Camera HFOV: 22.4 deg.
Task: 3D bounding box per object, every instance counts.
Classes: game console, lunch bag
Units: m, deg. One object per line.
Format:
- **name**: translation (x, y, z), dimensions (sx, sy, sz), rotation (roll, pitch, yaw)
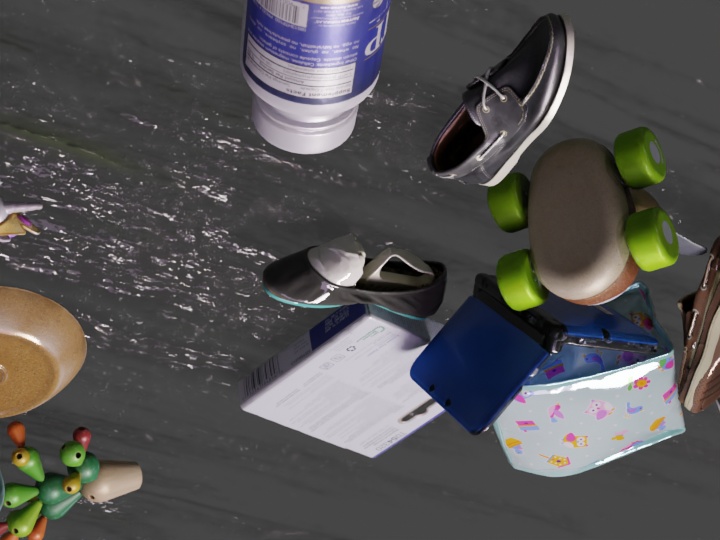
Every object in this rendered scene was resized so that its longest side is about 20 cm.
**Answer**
- **game console**: translation (0.165, 0.084, 1.769), dimensions (0.170, 0.200, 0.119), rotation (8, 103, -20)
- **lunch bag**: translation (0.227, 0.122, 1.908), dimensions (0.199, 0.122, 0.171), rotation (-19, 140, 2)

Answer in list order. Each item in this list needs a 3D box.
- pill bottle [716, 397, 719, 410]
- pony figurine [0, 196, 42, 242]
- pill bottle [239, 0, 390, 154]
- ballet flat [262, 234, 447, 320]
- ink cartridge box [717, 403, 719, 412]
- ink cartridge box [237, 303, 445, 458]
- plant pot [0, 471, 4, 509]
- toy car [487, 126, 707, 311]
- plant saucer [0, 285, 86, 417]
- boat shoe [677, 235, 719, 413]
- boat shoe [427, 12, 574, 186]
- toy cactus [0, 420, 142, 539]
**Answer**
- **pill bottle**: translation (0.433, 0.074, 1.897), dimensions (0.114, 0.115, 0.201), rotation (-8, 140, -1)
- **pony figurine**: translation (-0.399, -0.059, 1.565), dimensions (0.193, 0.167, 0.200), rotation (-33, 120, 15)
- **pill bottle**: translation (-0.038, -0.196, 1.480), dimensions (0.119, 0.120, 0.201), rotation (-2, 140, -10)
- **ballet flat**: translation (0.000, 0.000, 1.768), dimensions (0.199, 0.068, 0.069), rotation (7, 129, -34)
- **ink cartridge box**: translation (0.513, 0.196, 2.079), dimensions (0.145, 0.084, 0.200), rotation (-26, 137, 18)
- **ink cartridge box**: translation (0.007, 0.112, 1.909), dimensions (0.196, 0.043, 0.200), rotation (-37, 139, 30)
- **plant pot**: translation (-0.482, 0.259, 1.883), dimensions (0.200, 0.201, 0.196), rotation (25, 121, -34)
- **toy car**: translation (0.242, -0.025, 1.729), dimensions (0.164, 0.159, 0.200), rotation (-18, 153, 29)
- **plant saucer**: translation (-0.373, 0.092, 1.816), dimensions (0.199, 0.036, 0.201), rotation (-5, 139, -5)
- **boat shoe**: translation (0.351, 0.048, 1.809), dimensions (0.075, 0.075, 0.203), rotation (-21, 141, -40)
- **boat shoe**: translation (0.126, -0.148, 1.606), dimensions (0.067, 0.072, 0.200), rotation (8, 139, -26)
- **toy cactus**: translation (-0.318, 0.226, 1.960), dimensions (0.164, 0.103, 0.200), rotation (-5, 141, -36)
